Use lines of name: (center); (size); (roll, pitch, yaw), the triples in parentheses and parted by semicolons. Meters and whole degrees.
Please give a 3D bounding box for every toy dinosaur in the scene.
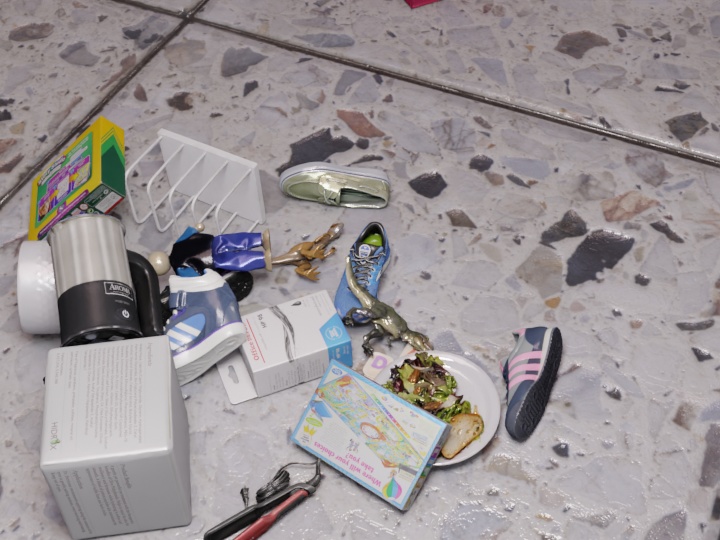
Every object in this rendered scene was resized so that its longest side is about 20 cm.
toy dinosaur: (0.021, 0.075, 1.636); (0.200, 0.047, 0.088); (46, 59, 2)
toy dinosaur: (-0.107, -0.023, 1.773); (0.200, 0.061, 0.106); (-20, 26, -22)

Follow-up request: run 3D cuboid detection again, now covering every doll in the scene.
doll: (-0.243, -0.020, 1.685); (0.199, 0.049, 0.137); (-5, 55, -3)

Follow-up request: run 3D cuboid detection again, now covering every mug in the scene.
mug: (-0.447, 0.013, 1.691); (0.175, 0.148, 0.200); (-1, 28, -9)

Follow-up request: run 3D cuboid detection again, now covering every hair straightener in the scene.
hair straightener: (-0.138, 0.318, 1.464); (0.200, 0.041, 0.077); (-37, 56, -21)

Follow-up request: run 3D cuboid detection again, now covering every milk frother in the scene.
milk frother: (-0.408, 0.053, 1.543); (0.200, 0.181, 0.189); (-22, 63, 13)

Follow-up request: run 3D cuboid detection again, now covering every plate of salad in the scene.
plate of salad: (0.106, 0.194, 1.546); (0.199, 0.048, 0.200); (-2, 51, 2)

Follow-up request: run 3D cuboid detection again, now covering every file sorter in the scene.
file sorter: (-0.284, -0.127, 1.805); (0.200, 0.139, 0.125); (21, 54, 19)

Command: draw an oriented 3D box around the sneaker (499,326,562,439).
sneaker: (0.242, 0.168, 1.584); (0.082, 0.070, 0.200); (2, 45, 32)

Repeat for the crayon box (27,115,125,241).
crayon box: (-0.487, -0.141, 1.803); (0.200, 0.058, 0.173); (-36, 43, 25)

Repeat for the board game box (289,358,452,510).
board game box: (0.013, 0.232, 1.498); (0.200, 0.034, 0.135); (28, 89, 24)

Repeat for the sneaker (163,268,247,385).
sneaker: (-0.278, 0.084, 1.608); (0.200, 0.081, 0.147); (-32, 67, 9)

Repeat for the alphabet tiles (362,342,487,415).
alphabet tiles: (0.086, 0.194, 1.588); (0.200, 0.015, 0.196); (21, 52, 20)

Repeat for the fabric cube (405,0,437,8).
fabric cube: (0.149, -0.727, 2.285); (0.196, 0.200, 0.200); (-19, 51, -16)

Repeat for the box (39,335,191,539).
box: (-0.330, 0.230, 1.445); (0.171, 0.199, 0.200); (-6, 48, -4)

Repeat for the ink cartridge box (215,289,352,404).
ink cartridge box: (-0.124, 0.118, 1.627); (0.200, 0.067, 0.116); (-18, 50, -13)

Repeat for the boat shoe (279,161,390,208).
boat shoe: (-0.045, -0.148, 1.860); (0.199, 0.072, 0.062); (0, 46, -2)

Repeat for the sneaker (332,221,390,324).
sneaker: (0.000, 0.000, 1.714); (0.078, 0.089, 0.200); (8, 51, 9)

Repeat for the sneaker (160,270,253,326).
sneaker: (-0.281, 0.036, 1.712); (0.200, 0.076, 0.088); (-23, 44, -29)
